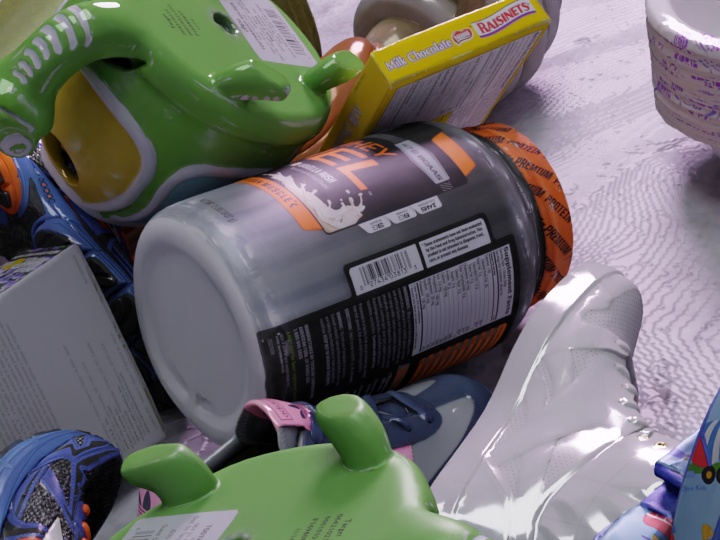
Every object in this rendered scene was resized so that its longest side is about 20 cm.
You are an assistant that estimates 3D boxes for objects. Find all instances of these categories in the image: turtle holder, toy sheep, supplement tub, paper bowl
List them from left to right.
[{"bbox_3d":[-0.099,-0.083,1.019,0.132,0.141,0.186,-47,5,26],"label":"turtle holder"},{"bbox_3d":[-0.011,0.131,0.742,0.185,0.132,0.141,-23,22,7],"label":"turtle holder"},{"bbox_3d":[0.000,0.000,1.010,0.199,0.123,0.122,-21,30,-33],"label":"supplement tub"},{"bbox_3d":[0.066,-0.169,1.290,0.137,0.138,0.200,15,44,39],"label":"toy sheep"},{"bbox_3d":[0.263,-0.118,1.158,0.199,0.105,0.201,-8,29,4],"label":"paper bowl"}]

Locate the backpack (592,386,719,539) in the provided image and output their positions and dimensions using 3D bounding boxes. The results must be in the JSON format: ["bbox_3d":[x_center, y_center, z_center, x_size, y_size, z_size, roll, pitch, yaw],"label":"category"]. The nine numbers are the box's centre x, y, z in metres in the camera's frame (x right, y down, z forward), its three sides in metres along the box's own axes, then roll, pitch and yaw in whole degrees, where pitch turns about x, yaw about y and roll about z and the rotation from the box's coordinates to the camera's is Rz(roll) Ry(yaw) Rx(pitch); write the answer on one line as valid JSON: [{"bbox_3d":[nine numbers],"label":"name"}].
[{"bbox_3d":[0.169,0.093,0.715,0.134,0.201,0.182,18,41,42],"label":"backpack"}]

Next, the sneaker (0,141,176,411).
[{"bbox_3d":[-0.145,-0.015,1.064,0.075,0.200,0.078,-44,-9,38],"label":"sneaker"}]

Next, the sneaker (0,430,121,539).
[{"bbox_3d":[-0.134,0.144,0.864,0.078,0.076,0.200,9,38,9],"label":"sneaker"}]

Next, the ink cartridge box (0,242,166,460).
[{"bbox_3d":[-0.190,0.082,0.947,0.050,0.109,0.200,-5,25,47],"label":"ink cartridge box"}]

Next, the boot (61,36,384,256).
[{"bbox_3d":[-0.092,-0.098,1.149,0.200,0.155,0.074,-48,4,-21],"label":"boot"}]

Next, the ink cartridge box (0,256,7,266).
[{"bbox_3d":[-0.293,0.024,1.119,0.199,0.085,0.145,-7,30,9],"label":"ink cartridge box"}]

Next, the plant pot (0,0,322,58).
[{"bbox_3d":[-0.158,-0.116,1.249,0.199,0.201,0.190,17,52,41],"label":"plant pot"}]

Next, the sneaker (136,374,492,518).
[{"bbox_3d":[-0.014,0.084,0.917,0.200,0.082,0.070,-32,35,-34],"label":"sneaker"}]

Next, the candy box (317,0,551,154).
[{"bbox_3d":[0.023,-0.074,1.104,0.102,0.200,0.026,-27,75,-27],"label":"candy box"}]

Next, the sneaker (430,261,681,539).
[{"bbox_3d":[0.114,0.077,0.905,0.115,0.074,0.200,8,44,28],"label":"sneaker"}]
